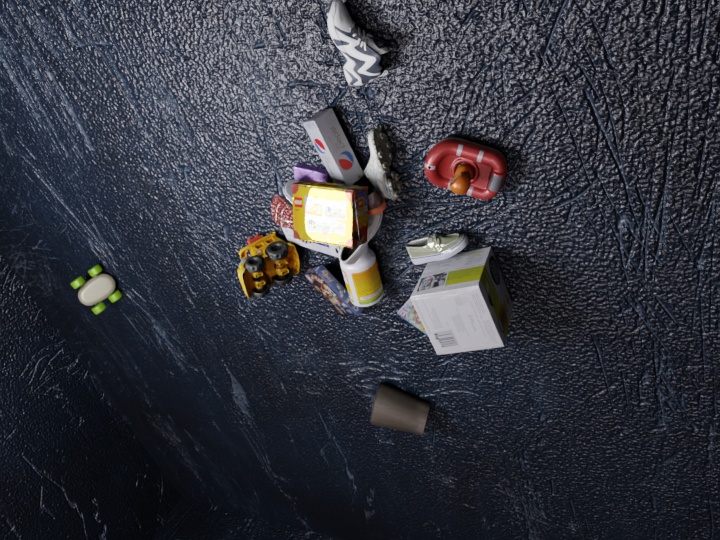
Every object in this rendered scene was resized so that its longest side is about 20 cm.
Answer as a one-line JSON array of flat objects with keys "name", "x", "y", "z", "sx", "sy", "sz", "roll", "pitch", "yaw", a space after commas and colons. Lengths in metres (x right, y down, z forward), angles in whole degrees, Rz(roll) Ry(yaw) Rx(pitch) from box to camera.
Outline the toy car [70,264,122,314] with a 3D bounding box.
[{"name": "toy car", "x": -1.134, "y": 0.074, "z": 2.366, "sx": 0.166, "sy": 0.157, "sz": 0.199, "roll": 59, "pitch": 158, "yaw": -20}]

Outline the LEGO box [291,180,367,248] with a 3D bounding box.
[{"name": "LEGO box", "x": -0.083, "y": -0.153, "z": 1.471, "sx": 0.197, "sy": 0.077, "sz": 0.152, "roll": 11, "pitch": 110, "yaw": 29}]

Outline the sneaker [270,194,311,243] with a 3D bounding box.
[{"name": "sneaker", "x": -0.189, "y": -0.152, "z": 1.636, "sx": 0.200, "sy": 0.082, "sz": 0.078, "roll": 42, "pitch": 120, "yaw": 18}]

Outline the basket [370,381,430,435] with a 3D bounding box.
[{"name": "basket", "x": 0.148, "y": 0.515, "z": 2.015, "sx": 0.196, "sy": 0.137, "sz": 0.183, "roll": 16, "pitch": 128, "yaw": 11}]

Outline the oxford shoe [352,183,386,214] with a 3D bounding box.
[{"name": "oxford shoe", "x": -0.017, "y": -0.212, "z": 1.514, "sx": 0.198, "sy": 0.072, "sz": 0.073, "roll": 15, "pitch": 150, "yaw": 39}]

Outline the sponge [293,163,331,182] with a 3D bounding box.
[{"name": "sponge", "x": -0.138, "y": -0.212, "z": 1.631, "sx": 0.110, "sy": 0.030, "sz": 0.203, "roll": 16, "pitch": 132, "yaw": 17}]

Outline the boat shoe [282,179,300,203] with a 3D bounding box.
[{"name": "boat shoe", "x": -0.139, "y": -0.185, "z": 1.590, "sx": 0.198, "sy": 0.073, "sz": 0.066, "roll": 30, "pitch": 167, "yaw": -17}]

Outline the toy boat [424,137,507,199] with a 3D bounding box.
[{"name": "toy boat", "x": 0.248, "y": -0.232, "z": 1.335, "sx": 0.197, "sy": 0.131, "sz": 0.132, "roll": 19, "pitch": 133, "yaw": 13}]

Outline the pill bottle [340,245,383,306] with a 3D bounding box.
[{"name": "pill bottle", "x": 0.000, "y": 0.000, "z": 1.675, "sx": 0.109, "sy": 0.112, "sz": 0.203, "roll": 4, "pitch": 128, "yaw": 25}]

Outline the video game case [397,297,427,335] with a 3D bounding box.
[{"name": "video game case", "x": 0.218, "y": 0.119, "z": 1.722, "sx": 0.142, "sy": 0.018, "sz": 0.201, "roll": 35, "pitch": 134, "yaw": -1}]

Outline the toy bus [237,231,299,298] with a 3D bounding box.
[{"name": "toy bus", "x": -0.323, "y": -0.035, "z": 1.768, "sx": 0.192, "sy": 0.198, "sz": 0.137, "roll": 40, "pitch": 148, "yaw": 36}]

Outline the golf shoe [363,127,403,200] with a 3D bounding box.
[{"name": "golf shoe", "x": 0.040, "y": -0.275, "z": 1.455, "sx": 0.096, "sy": 0.079, "sz": 0.203, "roll": 4, "pitch": 127, "yaw": 33}]

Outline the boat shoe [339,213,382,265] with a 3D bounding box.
[{"name": "boat shoe", "x": -0.003, "y": -0.109, "z": 1.541, "sx": 0.071, "sy": 0.066, "sz": 0.202, "roll": 33, "pitch": 97, "yaw": 10}]

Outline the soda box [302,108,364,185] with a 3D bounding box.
[{"name": "soda box", "x": -0.069, "y": -0.320, "z": 1.465, "sx": 0.063, "sy": 0.068, "sz": 0.202, "roll": 13, "pitch": 138, "yaw": 54}]

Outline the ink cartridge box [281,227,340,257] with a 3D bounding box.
[{"name": "ink cartridge box", "x": -0.140, "y": -0.098, "z": 1.699, "sx": 0.197, "sy": 0.040, "sz": 0.100, "roll": 19, "pitch": 158, "yaw": 14}]

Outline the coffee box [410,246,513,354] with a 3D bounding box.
[{"name": "coffee box", "x": 0.286, "y": 0.083, "z": 1.519, "sx": 0.197, "sy": 0.198, "sz": 0.202, "roll": -13, "pitch": 116, "yaw": 31}]

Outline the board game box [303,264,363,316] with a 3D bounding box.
[{"name": "board game box", "x": -0.089, "y": 0.068, "z": 1.796, "sx": 0.200, "sy": 0.035, "sz": 0.135, "roll": 47, "pitch": 160, "yaw": -13}]

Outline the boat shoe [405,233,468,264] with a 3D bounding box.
[{"name": "boat shoe", "x": 0.207, "y": -0.067, "z": 1.536, "sx": 0.198, "sy": 0.072, "sz": 0.062, "roll": -19, "pitch": 119, "yaw": 41}]

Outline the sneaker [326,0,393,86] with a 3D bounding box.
[{"name": "sneaker", "x": 0.009, "y": -0.526, "z": 1.257, "sx": 0.127, "sy": 0.080, "sz": 0.202, "roll": 0, "pitch": 127, "yaw": 26}]
